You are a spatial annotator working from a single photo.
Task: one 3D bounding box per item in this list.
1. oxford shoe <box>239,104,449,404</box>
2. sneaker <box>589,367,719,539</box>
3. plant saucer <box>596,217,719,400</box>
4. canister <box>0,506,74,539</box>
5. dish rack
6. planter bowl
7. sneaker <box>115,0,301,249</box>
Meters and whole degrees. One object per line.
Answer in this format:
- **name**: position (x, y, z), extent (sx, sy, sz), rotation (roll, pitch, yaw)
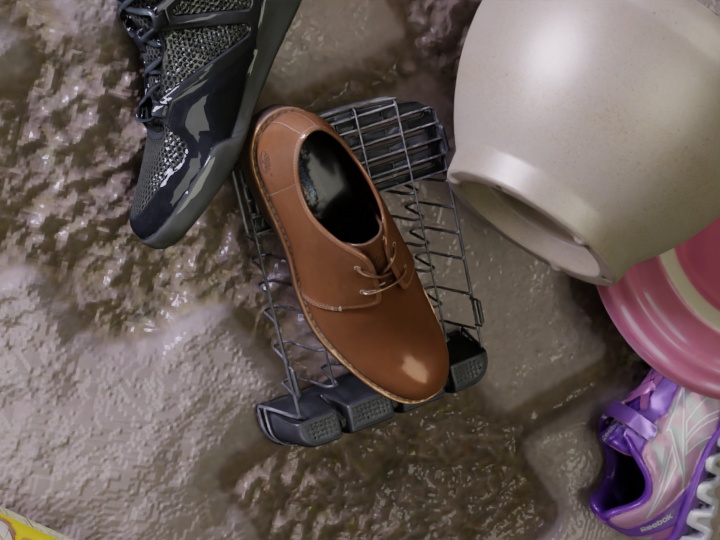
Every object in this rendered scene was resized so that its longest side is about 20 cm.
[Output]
- **oxford shoe**: position (0.000, 0.000, 0.870), extent (0.071, 0.071, 0.201), rotation (-39, 114, -17)
- **sneaker**: position (0.210, 0.099, 1.051), extent (0.087, 0.080, 0.203), rotation (11, 96, -20)
- **plant saucer**: position (0.249, -0.017, 1.010), extent (0.198, 0.051, 0.203), rotation (5, 72, -16)
- **canister**: position (-0.231, 0.193, 0.844), extent (0.199, 0.086, 0.150), rotation (32, 86, -30)
- **dish rack**: position (-0.002, -0.001, 0.937), extent (0.152, 0.054, 0.202), rotation (-19, 107, -23)
- **planter bowl**: position (0.133, -0.078, 0.899), extent (0.200, 0.200, 0.136), rotation (38, 80, -27)
- **sneaker**: position (-0.108, -0.118, 0.848), extent (0.113, 0.076, 0.202), rotation (22, 87, -26)
